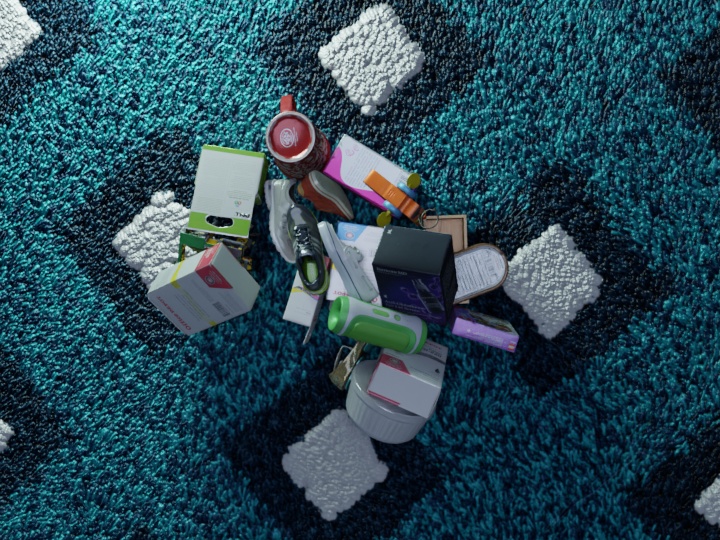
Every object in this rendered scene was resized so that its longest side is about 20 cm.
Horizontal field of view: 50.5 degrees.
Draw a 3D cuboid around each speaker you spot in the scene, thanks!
[{"bbox_3d":[0.036,0.115,1.594,0.199,0.088,0.089,17,90,-20],"label":"speaker"}]

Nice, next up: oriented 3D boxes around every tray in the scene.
[{"bbox_3d":[0.196,-0.024,1.752,0.098,0.037,0.202,-2,90,3],"label":"tray"}]

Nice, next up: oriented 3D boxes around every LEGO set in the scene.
[{"bbox_3d":[-0.332,-0.045,1.759,0.198,0.116,0.155,7,119,7],"label":"LEGO set"}]

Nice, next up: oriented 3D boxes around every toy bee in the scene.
[{"bbox_3d":[0.092,-0.132,1.636,0.130,0.109,0.201,-32,64,11],"label":"toy bee"}]

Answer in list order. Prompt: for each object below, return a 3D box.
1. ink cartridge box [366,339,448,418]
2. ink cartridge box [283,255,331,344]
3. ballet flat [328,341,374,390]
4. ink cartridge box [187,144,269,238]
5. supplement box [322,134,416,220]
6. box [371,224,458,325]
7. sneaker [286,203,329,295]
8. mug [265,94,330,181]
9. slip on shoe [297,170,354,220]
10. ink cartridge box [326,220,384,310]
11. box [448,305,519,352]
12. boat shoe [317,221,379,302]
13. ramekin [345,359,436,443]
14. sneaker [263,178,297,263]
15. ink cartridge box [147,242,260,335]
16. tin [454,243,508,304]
[{"bbox_3d":[0.107,0.215,1.665,0.145,0.200,0.085,23,110,2],"label":"ink cartridge box"},{"bbox_3d":[-0.121,0.060,1.725,0.067,0.116,0.201,16,89,3],"label":"ink cartridge box"},{"bbox_3d":[-0.007,0.178,1.748,0.070,0.071,0.201,33,91,3],"label":"ballet flat"},{"bbox_3d":[-0.301,-0.171,1.737,0.147,0.076,0.201,9,78,3],"label":"ink cartridge box"},{"bbox_3d":[0.026,-0.209,1.728,0.199,0.103,0.102,32,92,1],"label":"supplement box"},{"bbox_3d":[0.117,0.011,1.599,0.147,0.200,0.105,9,58,19],"label":"box"},{"bbox_3d":[-0.112,-0.049,1.629,0.073,0.081,0.201,-17,84,0],"label":"sneaker"},{"bbox_3d":[-0.155,-0.293,1.689,0.133,0.200,0.178,-40,88,2],"label":"mug"},{"bbox_3d":[-0.074,-0.160,1.697,0.061,0.200,0.074,-28,63,18],"label":"slip on shoe"},{"bbox_3d":[0.000,0.000,1.715,0.128,0.125,0.202,10,91,4],"label":"ink cartridge box"},{"bbox_3d":[0.264,0.123,1.664,0.136,0.200,0.039,17,96,3],"label":"box"},{"bbox_3d":[-0.024,-0.021,1.624,0.066,0.074,0.201,-25,101,0],"label":"boat shoe"},{"bbox_3d":[0.059,0.293,1.680,0.201,0.202,0.095,24,112,3],"label":"ramekin"},{"bbox_3d":[-0.164,-0.117,1.745,0.081,0.075,0.201,-12,88,12],"label":"sneaker"},{"bbox_3d":[-0.347,0.044,1.689,0.199,0.084,0.145,-22,122,28],"label":"ink cartridge box"},{"bbox_3d":[0.236,0.008,1.714,0.199,0.042,0.113,-21,84,3],"label":"tin"}]
